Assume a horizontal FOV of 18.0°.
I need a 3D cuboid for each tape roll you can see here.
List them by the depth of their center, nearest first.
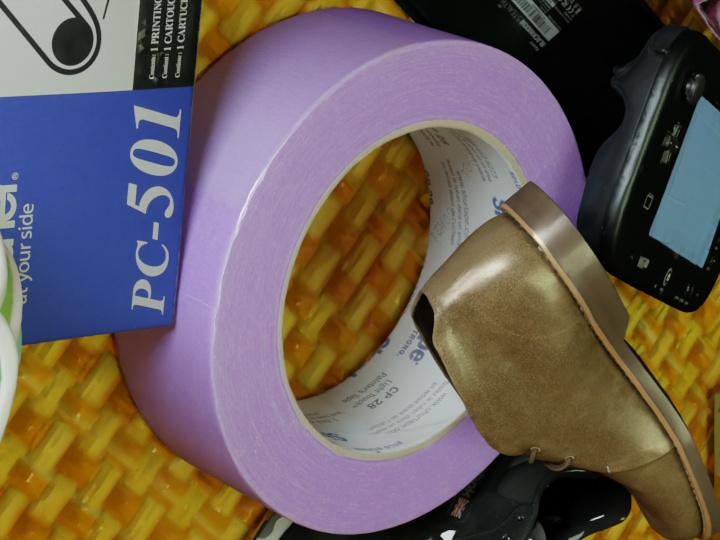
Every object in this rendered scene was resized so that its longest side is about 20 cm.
[{"bbox_3d":[0.000,0.000,0.906,0.200,0.066,0.201,-19,119,-37],"label":"tape roll"}]

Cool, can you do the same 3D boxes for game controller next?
[{"bbox_3d":[0.141,-0.040,0.992,0.200,0.042,0.105,20,82,-68],"label":"game controller"}]

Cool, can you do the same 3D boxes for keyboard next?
[{"bbox_3d":[0.075,-0.126,0.959,0.104,0.040,0.200,-42,136,7],"label":"keyboard"}]

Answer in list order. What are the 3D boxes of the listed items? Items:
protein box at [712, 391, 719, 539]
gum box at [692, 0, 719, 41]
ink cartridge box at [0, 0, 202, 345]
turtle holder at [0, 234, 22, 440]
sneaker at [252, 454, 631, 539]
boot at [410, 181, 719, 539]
[{"bbox_3d":[0.298,0.136,1.191,0.200,0.135,0.199,-23,122,-36],"label":"protein box"},{"bbox_3d":[0.211,-0.117,1.017,0.200,0.066,0.114,41,35,-44],"label":"gum box"},{"bbox_3d":[-0.105,-0.076,0.789,0.094,0.044,0.201,-8,112,-40],"label":"ink cartridge box"},{"bbox_3d":[-0.182,0.040,0.700,0.186,0.132,0.141,-54,135,-14],"label":"turtle holder"},{"bbox_3d":[0.033,0.117,0.966,0.200,0.087,0.076,-34,127,-29],"label":"sneaker"},{"bbox_3d":[0.085,0.054,0.926,0.075,0.074,0.200,-38,127,-3],"label":"boot"}]
